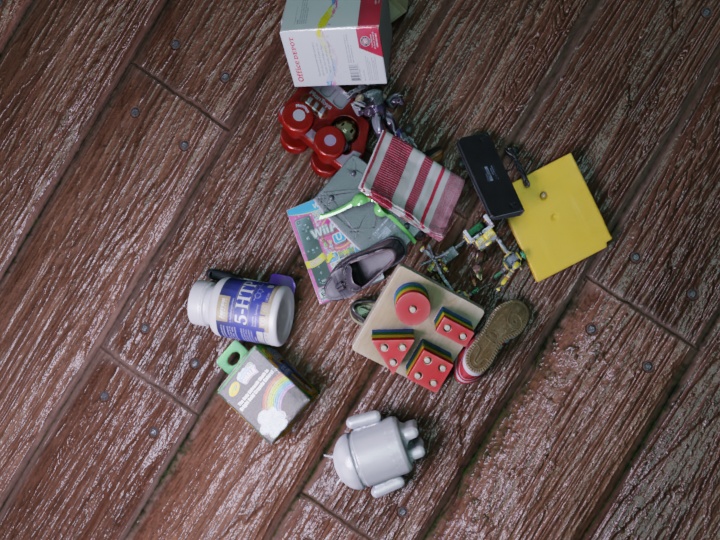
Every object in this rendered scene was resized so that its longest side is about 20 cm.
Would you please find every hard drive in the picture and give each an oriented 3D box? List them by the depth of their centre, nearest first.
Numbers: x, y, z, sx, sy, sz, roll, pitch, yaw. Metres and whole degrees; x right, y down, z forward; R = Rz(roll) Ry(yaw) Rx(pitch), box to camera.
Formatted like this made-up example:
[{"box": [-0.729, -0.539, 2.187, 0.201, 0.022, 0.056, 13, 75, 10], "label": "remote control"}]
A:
[{"box": [0.018, -0.114, 1.702, 0.200, 0.042, 0.135, 44, 93, 3], "label": "hard drive"}]

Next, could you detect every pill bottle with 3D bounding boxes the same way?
[{"box": [-0.242, 0.078, 1.742, 0.195, 0.120, 0.123, 8, 88, 14], "label": "pill bottle"}]

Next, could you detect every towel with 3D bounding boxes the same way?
[{"box": [0.103, -0.167, 1.674, 0.197, 0.023, 0.146, 30, 66, -15], "label": "towel"}]

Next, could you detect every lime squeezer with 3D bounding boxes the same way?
[{"box": [0.020, -0.109, 1.662, 0.195, 0.038, 0.072, 14, 91, 3], "label": "lime squeezer"}]

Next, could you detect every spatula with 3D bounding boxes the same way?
[{"box": [-0.229, 0.024, 1.795, 0.195, 0.021, 0.058, 12, 93, 7], "label": "spatula"}]

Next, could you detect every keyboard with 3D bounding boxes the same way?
[{"box": [0.275, -0.192, 1.717, 0.124, 0.021, 0.203, -12, 62, -14], "label": "keyboard"}]

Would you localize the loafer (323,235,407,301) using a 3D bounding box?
[{"box": [0.000, 0.000, 1.663, 0.198, 0.063, 0.073, -33, 95, 24], "label": "loafer"}]

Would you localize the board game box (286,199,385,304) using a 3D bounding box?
[{"box": [-0.050, -0.052, 1.760, 0.145, 0.064, 0.204, -21, 85, 3], "label": "board game box"}]

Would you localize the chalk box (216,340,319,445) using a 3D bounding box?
[{"box": [-0.198, 0.229, 1.734, 0.200, 0.124, 0.125, 43, 93, 7], "label": "chalk box"}]

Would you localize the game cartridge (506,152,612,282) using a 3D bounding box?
[{"box": [0.388, -0.106, 1.736, 0.173, 0.032, 0.204, -26, 88, 4], "label": "game cartridge"}]

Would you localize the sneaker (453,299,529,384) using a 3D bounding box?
[{"box": [0.256, 0.145, 1.727, 0.071, 0.113, 0.200, 42, 62, 8], "label": "sneaker"}]

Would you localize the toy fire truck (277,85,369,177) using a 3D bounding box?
[{"box": [-0.066, -0.301, 1.758, 0.199, 0.112, 0.169, 37, 73, 5], "label": "toy fire truck"}]

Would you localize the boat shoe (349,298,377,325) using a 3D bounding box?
[{"box": [0.070, 0.104, 1.740, 0.195, 0.065, 0.075, 11, 88, 6], "label": "boat shoe"}]

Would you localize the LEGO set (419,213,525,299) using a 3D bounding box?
[{"box": [0.224, -0.017, 1.702, 0.197, 0.116, 0.156, -28, 85, 4], "label": "LEGO set"}]

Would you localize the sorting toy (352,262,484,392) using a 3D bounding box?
[{"box": [0.112, 0.124, 1.677, 0.196, 0.070, 0.202, 27, 109, -11], "label": "sorting toy"}]

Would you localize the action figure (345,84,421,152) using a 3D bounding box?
[{"box": [0.044, -0.310, 1.740, 0.128, 0.069, 0.204, -24, 90, -32], "label": "action figure"}]

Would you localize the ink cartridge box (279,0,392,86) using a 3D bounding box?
[{"box": [-0.044, -0.467, 1.699, 0.195, 0.147, 0.147, 0, 56, 10], "label": "ink cartridge box"}]

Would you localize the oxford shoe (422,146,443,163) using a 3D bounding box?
[{"box": [0.097, -0.175, 1.756, 0.199, 0.071, 0.072, -39, 105, 8], "label": "oxford shoe"}]

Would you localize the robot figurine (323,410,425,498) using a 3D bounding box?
[{"box": [0.030, 0.361, 1.709, 0.196, 0.113, 0.173, -21, 92, 5], "label": "robot figurine"}]

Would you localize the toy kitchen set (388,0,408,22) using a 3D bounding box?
[{"box": [-0.012, -0.618, 1.786, 0.161, 0.179, 0.204, -24, 45, 39], "label": "toy kitchen set"}]
